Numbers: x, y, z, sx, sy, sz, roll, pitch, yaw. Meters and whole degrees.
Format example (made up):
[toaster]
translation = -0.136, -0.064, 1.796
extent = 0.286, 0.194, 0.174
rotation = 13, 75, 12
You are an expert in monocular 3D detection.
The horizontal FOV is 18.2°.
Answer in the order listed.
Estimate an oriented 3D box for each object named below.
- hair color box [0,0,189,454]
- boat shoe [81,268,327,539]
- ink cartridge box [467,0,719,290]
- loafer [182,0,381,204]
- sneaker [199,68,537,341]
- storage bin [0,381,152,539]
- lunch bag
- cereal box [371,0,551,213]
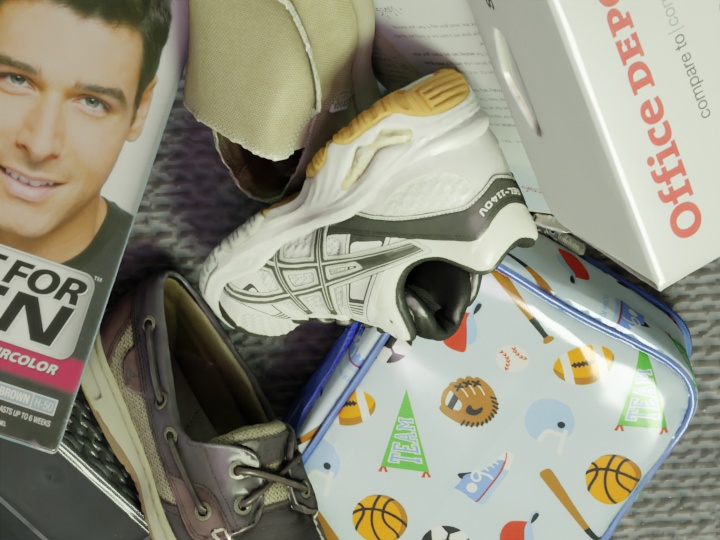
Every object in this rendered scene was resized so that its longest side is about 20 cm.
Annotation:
[hair color box]
translation = -0.142, -0.035, 0.933
extent = 0.098, 0.061, 0.201
rotation = 18, 86, -9
[boat shoe]
translation = -0.058, 0.088, 0.991
extent = 0.065, 0.072, 0.201
rotation = -49, 63, 35
[ink cartridge box]
translation = 0.148, -0.107, 0.803
extent = 0.199, 0.084, 0.147
rotation = -30, 116, -9
[loafer]
translation = -0.037, -0.084, 0.894
extent = 0.075, 0.068, 0.200
rotation = 31, 165, 24
[sneaker]
translation = 0.000, 0.000, 0.926
extent = 0.088, 0.075, 0.200
rotation = 57, 147, 5
[storage bin]
translation = -0.151, 0.120, 1.050
extent = 0.135, 0.094, 0.200
rotation = -38, 110, 19
[lunch bag]
translation = 0.051, 0.067, 1.028
extent = 0.160, 0.076, 0.200
rotation = 29, 116, -10
[cereal box]
translation = 0.043, -0.095, 0.896
extent = 0.200, 0.144, 0.040
rotation = 43, 74, -28
